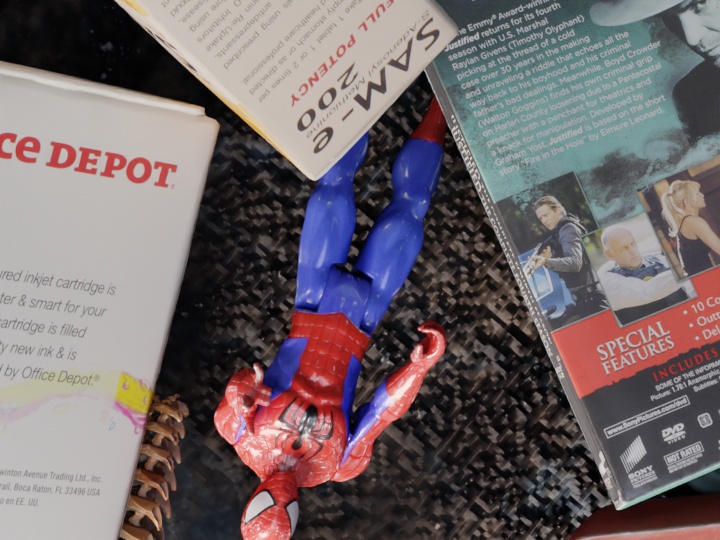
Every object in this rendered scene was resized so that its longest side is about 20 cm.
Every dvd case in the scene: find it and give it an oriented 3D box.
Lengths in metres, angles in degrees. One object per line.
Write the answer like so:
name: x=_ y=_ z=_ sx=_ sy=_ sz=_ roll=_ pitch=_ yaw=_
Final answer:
dvd case: x=0.113 y=-0.037 z=0.867 sx=0.145 sy=0.022 sz=0.201 roll=-22 pitch=80 yaw=-8

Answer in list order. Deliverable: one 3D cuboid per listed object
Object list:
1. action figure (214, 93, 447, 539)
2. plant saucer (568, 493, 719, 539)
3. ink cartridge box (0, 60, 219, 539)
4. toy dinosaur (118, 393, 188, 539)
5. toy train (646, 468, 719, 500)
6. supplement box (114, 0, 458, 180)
action figure: x=0.000 y=0.000 z=0.869 sx=0.065 sy=0.099 sz=0.201 roll=19 pitch=80 yaw=-10
plant saucer: x=0.157 y=0.145 z=0.934 sx=0.199 sy=0.037 sz=0.200 roll=-5 pitch=132 yaw=-10
ink cartridge box: x=-0.145 y=0.026 z=0.849 sx=0.145 sy=0.083 sz=0.201 roll=10 pitch=97 yaw=-43
toy dinosaur: x=-0.063 y=0.153 z=0.911 sx=0.135 sy=0.102 sz=0.201 roll=-2 pitch=118 yaw=6
toy train: x=0.166 y=0.014 z=0.938 sx=0.114 sy=0.085 sz=0.201 roll=19 pitch=93 yaw=-25
supplement box: x=-0.073 y=-0.132 z=0.808 sx=0.074 sy=0.126 sz=0.200 roll=-46 pitch=129 yaw=0
